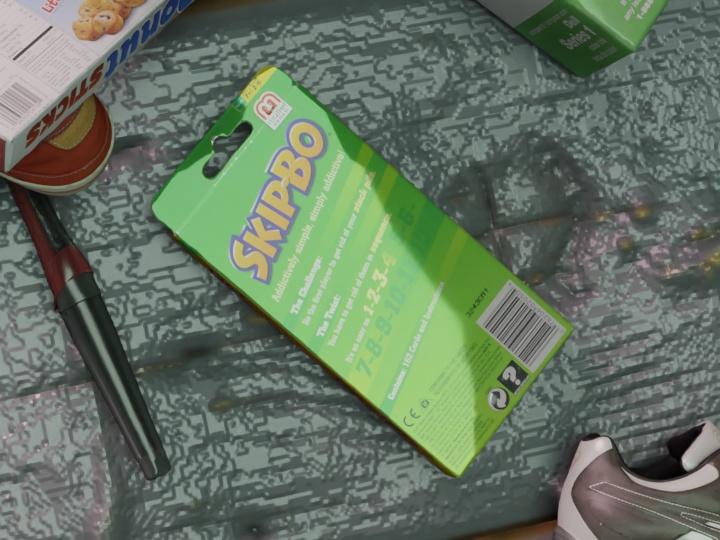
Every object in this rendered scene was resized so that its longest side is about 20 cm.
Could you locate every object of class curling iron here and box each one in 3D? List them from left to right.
[{"bbox_3d":[-0.144,0.010,0.923,0.049,0.026,0.201,-32,93,-15],"label":"curling iron"}]

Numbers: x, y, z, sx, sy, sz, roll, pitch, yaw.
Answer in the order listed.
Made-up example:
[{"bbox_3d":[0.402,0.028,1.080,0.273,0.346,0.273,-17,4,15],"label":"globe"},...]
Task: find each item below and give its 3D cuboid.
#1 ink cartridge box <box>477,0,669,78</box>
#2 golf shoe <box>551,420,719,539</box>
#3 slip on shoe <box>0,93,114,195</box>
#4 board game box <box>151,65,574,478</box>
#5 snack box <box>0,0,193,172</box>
[{"bbox_3d":[0.078,-0.213,0.953,0.199,0.084,0.145,35,81,-8],"label":"ink cartridge box"},{"bbox_3d":[0.192,0.122,0.966,0.198,0.078,0.095,4,86,-13],"label":"golf shoe"},{"bbox_3d":[-0.203,-0.096,0.883,0.199,0.061,0.074,23,68,6],"label":"slip on shoe"},{"bbox_3d":[0.000,0.000,0.955,0.200,0.030,0.096,42,79,-10],"label":"board game box"},{"bbox_3d":[-0.125,-0.121,0.873,0.072,0.024,0.200,31,47,9],"label":"snack box"}]
